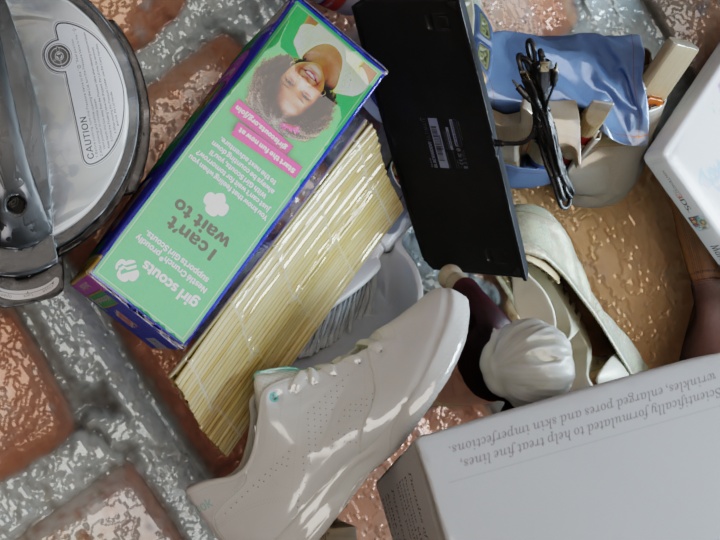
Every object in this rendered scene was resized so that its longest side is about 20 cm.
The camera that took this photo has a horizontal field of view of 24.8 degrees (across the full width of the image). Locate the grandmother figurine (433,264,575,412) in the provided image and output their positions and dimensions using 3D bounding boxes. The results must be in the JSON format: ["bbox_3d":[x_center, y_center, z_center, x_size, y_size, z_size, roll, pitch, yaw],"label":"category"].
[{"bbox_3d":[0.079,0.053,1.021,0.060,0.200,0.122,-31,99,-14],"label":"grandmother figurine"}]

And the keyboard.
[{"bbox_3d":[0.071,-0.079,0.974,0.021,0.126,0.202,-52,137,-41],"label":"keyboard"}]

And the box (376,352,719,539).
[{"bbox_3d":[0.135,0.177,0.931,0.197,0.131,0.202,-13,75,-14],"label":"box"}]

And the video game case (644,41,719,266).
[{"bbox_3d":[0.291,-0.073,1.129,0.183,0.024,0.200,51,56,-18],"label":"video game case"}]

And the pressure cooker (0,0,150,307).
[{"bbox_3d":[-0.212,-0.081,0.940,0.175,0.200,0.180,35,81,-9],"label":"pressure cooker"}]

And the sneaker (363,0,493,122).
[{"bbox_3d":[0.041,-0.183,1.051,0.075,0.088,0.202,37,49,-30],"label":"sneaker"}]

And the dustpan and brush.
[{"bbox_3d":[0.000,0.000,1.063,0.139,0.058,0.200,28,42,22],"label":"dustpan and brush"}]

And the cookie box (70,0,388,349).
[{"bbox_3d":[-0.086,-0.053,0.992,0.075,0.171,0.201,37,80,-10],"label":"cookie box"}]

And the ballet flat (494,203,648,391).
[{"bbox_3d":[0.138,0.048,1.091,0.201,0.067,0.063,56,32,-22],"label":"ballet flat"}]

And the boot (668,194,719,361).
[{"bbox_3d":[0.232,0.007,1.102,0.187,0.068,0.203,-14,97,-42],"label":"boot"}]

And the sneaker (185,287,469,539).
[{"bbox_3d":[-0.019,0.076,0.946,0.088,0.075,0.201,40,81,-6],"label":"sneaker"}]

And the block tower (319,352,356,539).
[{"bbox_3d":[-0.035,0.155,1.064,0.057,0.054,0.203,-2,89,-16],"label":"block tower"}]

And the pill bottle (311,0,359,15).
[{"bbox_3d":[-0.066,-0.248,1.029,0.198,0.112,0.114,23,83,-15],"label":"pill bottle"}]

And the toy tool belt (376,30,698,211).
[{"bbox_3d":[0.112,-0.112,1.067,0.197,0.123,0.126,-5,63,-16],"label":"toy tool belt"}]

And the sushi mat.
[{"bbox_3d":[-0.040,0.011,0.964,0.012,0.096,0.201,25,67,26],"label":"sushi mat"}]
